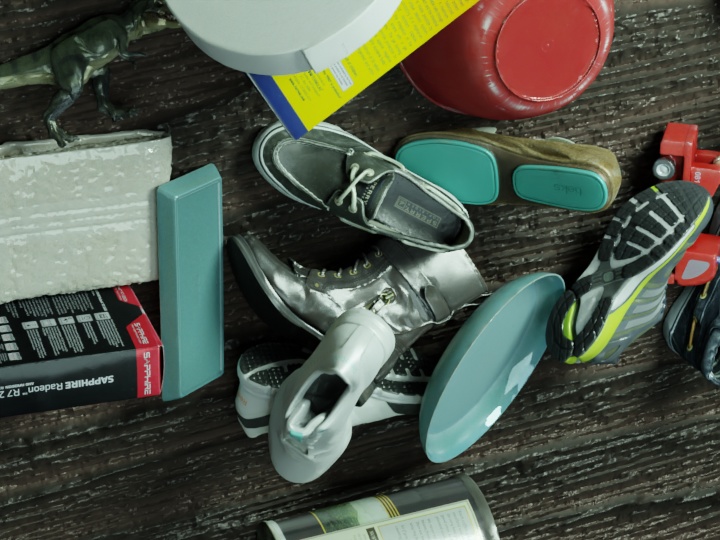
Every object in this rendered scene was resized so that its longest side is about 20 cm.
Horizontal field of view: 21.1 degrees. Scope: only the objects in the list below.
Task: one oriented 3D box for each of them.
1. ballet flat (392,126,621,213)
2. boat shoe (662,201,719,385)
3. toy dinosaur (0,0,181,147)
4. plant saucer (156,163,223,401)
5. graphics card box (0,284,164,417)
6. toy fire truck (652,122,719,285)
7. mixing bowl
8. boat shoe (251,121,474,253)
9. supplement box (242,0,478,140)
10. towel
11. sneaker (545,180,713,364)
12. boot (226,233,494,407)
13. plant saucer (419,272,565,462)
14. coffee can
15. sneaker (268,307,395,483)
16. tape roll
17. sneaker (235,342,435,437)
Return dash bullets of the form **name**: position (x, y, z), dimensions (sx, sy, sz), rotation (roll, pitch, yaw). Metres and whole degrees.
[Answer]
- **ballet flat**: position (0.130, -0.094, 1.658), dimensions (0.198, 0.072, 0.068), rotation (6, 123, 20)
- **boat shoe**: position (0.360, 0.007, 1.802), dimensions (0.070, 0.091, 0.202), rotation (15, 109, -27)
- **toy dinosaur**: position (-0.223, -0.151, 1.520), dimensions (0.198, 0.047, 0.089), rotation (-22, 107, -10)
- **plant saucer**: position (-0.141, 0.013, 1.631), dimensions (0.070, 0.019, 0.202), rotation (-28, 128, -45)
- **graphics card box**: position (-0.269, 0.066, 1.562), dimensions (0.198, 0.126, 0.051), rotation (-7, 118, -19)
- **toy fire truck**: position (0.333, -0.076, 1.733), dimensions (0.140, 0.049, 0.202), rotation (7, 117, 15)
- **mixing bowl**: position (0.135, -0.203, 1.599), dimensions (0.198, 0.108, 0.202), rotation (-10, 119, -18)
- **boat shoe**: position (0.005, -0.071, 1.614), dimensions (0.198, 0.064, 0.071), rotation (22, 95, -11)
- **supplement box**: position (-0.017, -0.220, 1.509), dimensions (0.199, 0.109, 0.110), rotation (-38, 147, -1)
- **towel**: position (-0.249, -0.041, 1.571), dimensions (0.198, 0.035, 0.134), rotation (-8, 119, -20)
- **sneaker**: position (0.250, 0.004, 1.737), dimensions (0.081, 0.074, 0.200), rotation (19, 116, -47)
- **boot**: position (0.000, 0.000, 1.669), dimensions (0.174, 0.069, 0.200), rotation (-45, 98, -17)
- **plant saucer**: position (0.113, 0.082, 1.725), dimensions (0.200, 0.027, 0.201), rotation (-45, 157, -25)
- **coffee can**: position (0.018, 0.280, 1.770), dimensions (0.198, 0.146, 0.148), rotation (-11, 119, -16)
- **sneaker**: position (-0.042, 0.119, 1.597), dimensions (0.075, 0.089, 0.201), rotation (30, 132, 4)
- **tape roll**: position (-0.056, -0.242, 1.443), dimensions (0.202, 0.203, 0.037), rotation (-36, 154, -1)
- **sneaker**: position (-0.021, 0.109, 1.725), dimensions (0.198, 0.074, 0.081), rotation (3, 129, -18)
